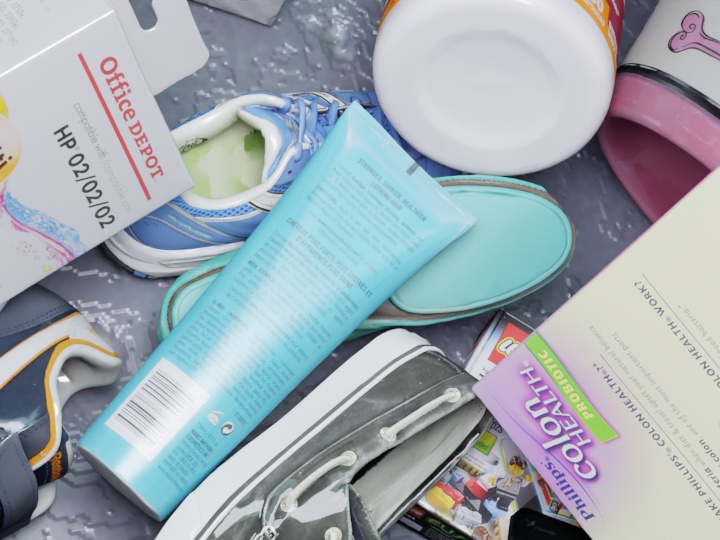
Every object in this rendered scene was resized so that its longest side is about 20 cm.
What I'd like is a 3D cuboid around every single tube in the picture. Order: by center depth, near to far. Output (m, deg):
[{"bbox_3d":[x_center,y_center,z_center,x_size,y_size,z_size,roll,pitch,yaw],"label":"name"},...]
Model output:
[{"bbox_3d":[-0.041,0.021,1.168,0.077,0.050,0.200,44,79,-6],"label":"tube"}]

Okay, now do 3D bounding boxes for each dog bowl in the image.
[{"bbox_3d":[0.193,-0.041,1.244,0.074,0.200,0.200,-44,84,-8],"label":"dog bowl"}]

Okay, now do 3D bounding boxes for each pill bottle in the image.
[{"bbox_3d":[0.073,-0.147,1.268,0.113,0.113,0.200,20,42,-7],"label":"pill bottle"}]

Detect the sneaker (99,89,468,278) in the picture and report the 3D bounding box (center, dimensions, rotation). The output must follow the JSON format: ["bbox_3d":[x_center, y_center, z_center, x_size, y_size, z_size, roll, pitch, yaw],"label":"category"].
[{"bbox_3d":[-0.026,-0.048,1.245,0.200,0.077,0.076,-18,72,-24],"label":"sneaker"}]

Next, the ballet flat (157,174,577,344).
[{"bbox_3d":[0.000,0.000,1.231,0.200,0.070,0.067,-16,92,-8],"label":"ballet flat"}]

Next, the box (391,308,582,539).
[{"bbox_3d":[0.121,0.116,1.239,0.200,0.035,0.110,31,65,-1],"label":"box"}]

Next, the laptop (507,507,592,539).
[{"bbox_3d":[0.114,0.237,1.169,0.177,0.103,0.200,21,101,-13],"label":"laptop"}]

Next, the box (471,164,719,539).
[{"bbox_3d":[0.181,0.052,1.128,0.176,0.200,0.097,51,42,7],"label":"box"}]

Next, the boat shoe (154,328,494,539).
[{"bbox_3d":[-0.022,0.107,1.162,0.064,0.071,0.200,33,68,33],"label":"boat shoe"}]

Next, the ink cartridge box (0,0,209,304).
[{"bbox_3d":[-0.150,-0.061,1.131,0.200,0.115,0.068,-32,48,-9],"label":"ink cartridge box"}]

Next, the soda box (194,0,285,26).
[{"bbox_3d":[-0.041,-0.228,1.320,0.063,0.068,0.200,19,64,-7],"label":"soda box"}]

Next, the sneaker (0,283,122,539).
[{"bbox_3d":[-0.177,0.089,1.147,0.079,0.078,0.200,30,62,5],"label":"sneaker"}]
